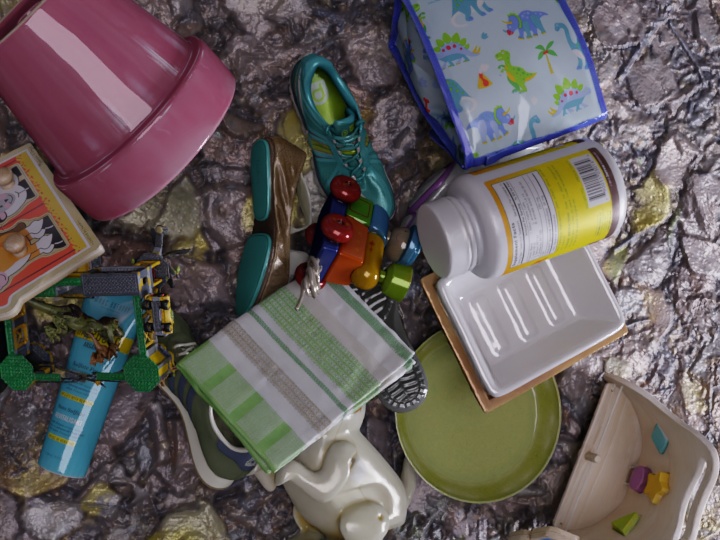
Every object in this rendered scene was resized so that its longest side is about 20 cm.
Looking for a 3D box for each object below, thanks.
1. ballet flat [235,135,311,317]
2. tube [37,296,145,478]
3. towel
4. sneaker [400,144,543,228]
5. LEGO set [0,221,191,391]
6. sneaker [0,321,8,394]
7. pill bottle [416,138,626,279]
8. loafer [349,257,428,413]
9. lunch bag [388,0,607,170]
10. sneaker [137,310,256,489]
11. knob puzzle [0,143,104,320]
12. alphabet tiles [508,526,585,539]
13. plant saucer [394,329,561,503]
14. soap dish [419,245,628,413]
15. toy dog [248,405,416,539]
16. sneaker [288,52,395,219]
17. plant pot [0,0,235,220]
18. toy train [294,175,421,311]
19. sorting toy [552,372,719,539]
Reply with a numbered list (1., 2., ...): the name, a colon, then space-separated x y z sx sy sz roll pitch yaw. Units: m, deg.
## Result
1. ballet flat: -0.087 -0.042 1.062 0.072 0.068 0.202 6 88 -33
2. tube: -0.280 0.111 1.027 0.077 0.050 0.201 16 87 10
3. towel: -0.061 0.092 0.975 0.200 0.031 0.149 -34 70 -32
4. sneaker: 0.130 -0.086 1.094 0.200 0.075 0.100 -44 100 -7
5. LEGO set: -0.258 0.042 0.982 0.198 0.116 0.155 -8 101 14
6. sneaker: -0.389 0.034 0.967 0.074 0.106 0.201 -17 95 -11
7. pill bottle: 0.162 -0.059 1.008 0.199 0.109 0.110 -18 97 -16
8. loafer: 0.014 0.064 1.069 0.075 0.070 0.201 -16 71 -5
9. lunch bag: 0.143 -0.214 1.043 0.169 0.128 0.201 -21 67 -10
10. sneaker: -0.154 0.117 1.009 0.067 0.090 0.201 -14 75 -49
11. knob puzzle: -0.368 -0.028 0.929 0.218 0.031 0.221 -4 54 6
12. alphabet tiles: 0.268 0.326 1.092 0.199 0.196 0.015 25 65 -12
13. plant saucer: 0.130 0.159 1.116 0.198 0.031 0.202 2 82 -15
14. soap dish: 0.176 0.042 1.087 0.199 0.081 0.158 -26 87 -19
15. toy dog: -0.026 0.196 1.045 0.193 0.139 0.201 -18 97 -24
16. sneaker: -0.021 -0.136 1.056 0.077 0.080 0.201 -28 99 -10
17. plant pot: -0.246 -0.178 0.920 0.200 0.200 0.179 -48 119 -6
18. toy train: 0.000 0.000 0.981 0.115 0.201 0.085 23 126 -10
19. sorting toy: 0.318 0.236 1.094 0.106 0.180 0.201 24 85 -18
